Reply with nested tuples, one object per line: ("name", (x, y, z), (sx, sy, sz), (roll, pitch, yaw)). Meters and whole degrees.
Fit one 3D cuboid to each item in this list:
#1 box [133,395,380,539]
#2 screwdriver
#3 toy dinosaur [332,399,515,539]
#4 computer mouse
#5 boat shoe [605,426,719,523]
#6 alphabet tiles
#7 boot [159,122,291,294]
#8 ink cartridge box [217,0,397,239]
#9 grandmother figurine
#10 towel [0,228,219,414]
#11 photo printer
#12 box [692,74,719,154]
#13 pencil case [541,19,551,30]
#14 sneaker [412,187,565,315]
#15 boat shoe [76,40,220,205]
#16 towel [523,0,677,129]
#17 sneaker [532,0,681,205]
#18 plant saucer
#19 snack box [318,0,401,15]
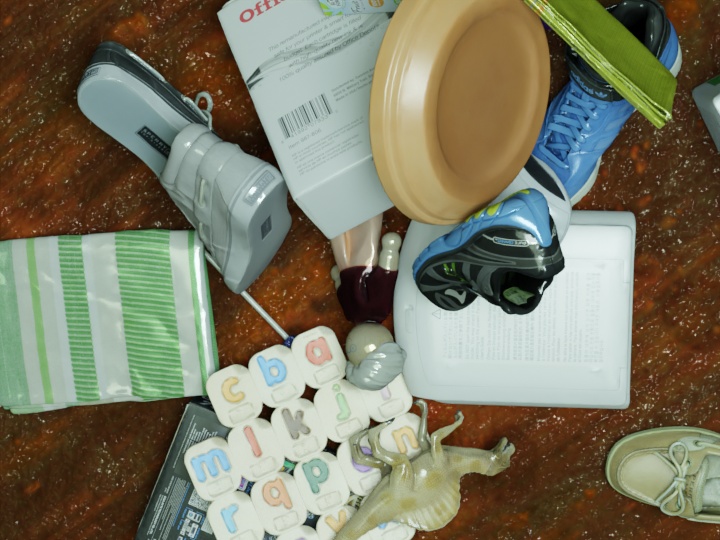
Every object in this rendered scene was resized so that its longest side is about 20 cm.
("box", (-0.091, 0.236, 1.590), (0.198, 0.050, 0.201), (22, 99, 0))
("screwdriver", (-0.075, 0.047, 1.569), (0.028, 0.029, 0.200), (-44, 94, 10))
("toy dinosaur", (0.033, 0.173, 1.513), (0.199, 0.058, 0.101), (-29, 89, -6))
("computer mouse", (0.095, -0.089, 1.467), (0.200, 0.044, 0.110), (50, 121, 34))
("boat shoe", (0.307, 0.181, 1.541), (0.200, 0.063, 0.074), (13, 100, 2))
("alphabet tiles", (-0.042, 0.157, 1.545), (0.199, 0.015, 0.196), (-24, 87, -5))
("boot", (-0.112, -0.055, 1.488), (0.095, 0.200, 0.074), (38, 68, 10))
("ink cartridge box", (-0.010, -0.150, 1.455), (0.144, 0.084, 0.201), (-27, 60, 8))
("grandmother figurine", (0.000, 0.000, 1.512), (0.060, 0.121, 0.201), (-5, 80, -13))
("towel", (-0.225, 0.043, 1.580), (0.199, 0.023, 0.153), (-5, 97, 9))
("photo printer", (0.127, 0.031, 1.529), (0.199, 0.069, 0.167), (1, 99, 5))
("box", (0.394, -0.098, 1.434), (0.198, 0.171, 0.201), (-28, 96, 8))
("pencil case", (0.150, -0.300, 1.466), (0.085, 0.092, 0.201), (12, 103, -42))
("sneaker", (0.098, 0.002, 1.396), (0.071, 0.200, 0.083), (-23, 84, -23))
("boat shoe", (-0.153, -0.112, 1.526), (0.199, 0.068, 0.073), (38, 128, -25))
("towel", (0.163, -0.193, 1.359), (0.200, 0.086, 0.018), (42, 124, -11))
("sneaker", (0.176, -0.133, 1.457), (0.200, 0.111, 0.077), (-46, 65, -1))
("plant saucer", (0.081, -0.129, 1.342), (0.037, 0.200, 0.201), (15, 102, 36))
("snack box", (0.041, -0.301, 1.433), (0.141, 0.053, 0.201), (-2, 65, 15))
